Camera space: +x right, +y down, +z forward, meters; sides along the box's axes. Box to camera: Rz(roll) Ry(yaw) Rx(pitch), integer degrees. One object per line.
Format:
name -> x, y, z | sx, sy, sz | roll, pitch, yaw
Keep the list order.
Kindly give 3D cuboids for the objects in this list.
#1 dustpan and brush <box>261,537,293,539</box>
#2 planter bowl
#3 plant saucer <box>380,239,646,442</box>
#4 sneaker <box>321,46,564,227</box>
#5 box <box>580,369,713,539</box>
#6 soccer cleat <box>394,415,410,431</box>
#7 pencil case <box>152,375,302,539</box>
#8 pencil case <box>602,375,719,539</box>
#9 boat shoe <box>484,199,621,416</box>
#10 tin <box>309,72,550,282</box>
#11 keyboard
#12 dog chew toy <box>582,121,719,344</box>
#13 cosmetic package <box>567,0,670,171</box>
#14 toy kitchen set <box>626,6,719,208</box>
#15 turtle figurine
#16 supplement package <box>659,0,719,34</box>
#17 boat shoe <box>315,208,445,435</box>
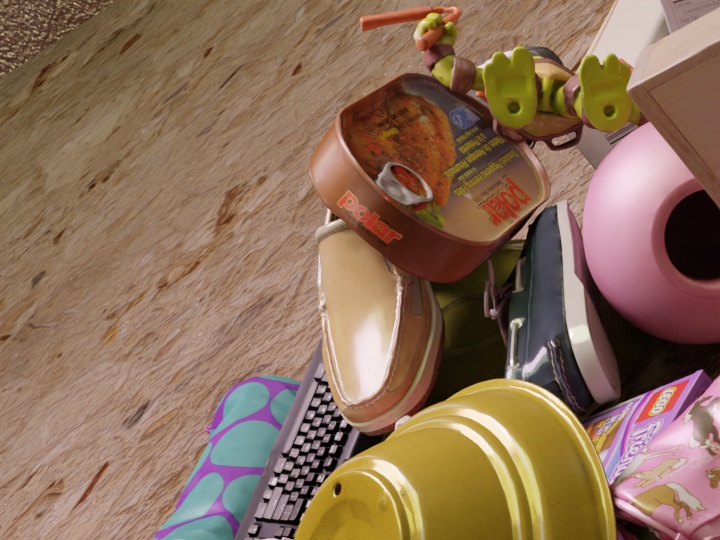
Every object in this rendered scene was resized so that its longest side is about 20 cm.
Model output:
dustpan and brush -> -0.074, 0.210, 1.590 | 0.200, 0.057, 0.140 | -5, 63, 68
planter bowl -> 0.023, 0.143, 1.380 | 0.200, 0.083, 0.202 | -24, 60, 50
plant saucer -> 0.067, 0.040, 1.732 | 0.199, 0.031, 0.201 | -15, 33, 10
sneaker -> 0.070, -0.061, 1.799 | 0.200, 0.067, 0.090 | -43, 30, -24
box -> 0.097, 0.143, 1.489 | 0.137, 0.039, 0.200 | -27, 20, 45
soccer cleat -> 0.028, 0.134, 1.573 | 0.066, 0.077, 0.200 | 9, 26, 28
pencil case -> -0.077, 0.148, 1.818 | 0.092, 0.085, 0.200 | -17, 23, 25
pencil case -> 0.202, 0.067, 1.373 | 0.200, 0.083, 0.086 | -43, 58, -14
boat shoe -> 0.101, 0.024, 1.633 | 0.061, 0.075, 0.200 | -20, 28, 9
tin -> 0.040, -0.051, 1.659 | 0.042, 0.112, 0.200 | -56, -9, 23
keyboard -> -0.013, 0.113, 1.667 | 0.127, 0.021, 0.201 | 3, 64, 45
dog chew toy -> 0.177, -0.028, 1.649 | 0.124, 0.125, 0.200 | -40, 7, 1
cosmetic package -> 0.203, -0.126, 1.889 | 0.073, 0.104, 0.200 | -30, 17, 35
toy kitchen set -> 0.271, -0.113, 1.527 | 0.163, 0.181, 0.200 | -28, 23, 34
turtle figurine -> 0.093, -0.102, 1.678 | 0.161, 0.199, 0.065 | -103, 30, -84
supplement package -> 0.229, -0.175, 1.729 | 0.109, 0.201, 0.114 | -16, 21, 13
boat shoe -> 0.000, 0.000, 1.671 | 0.071, 0.076, 0.201 | -22, 42, 19
